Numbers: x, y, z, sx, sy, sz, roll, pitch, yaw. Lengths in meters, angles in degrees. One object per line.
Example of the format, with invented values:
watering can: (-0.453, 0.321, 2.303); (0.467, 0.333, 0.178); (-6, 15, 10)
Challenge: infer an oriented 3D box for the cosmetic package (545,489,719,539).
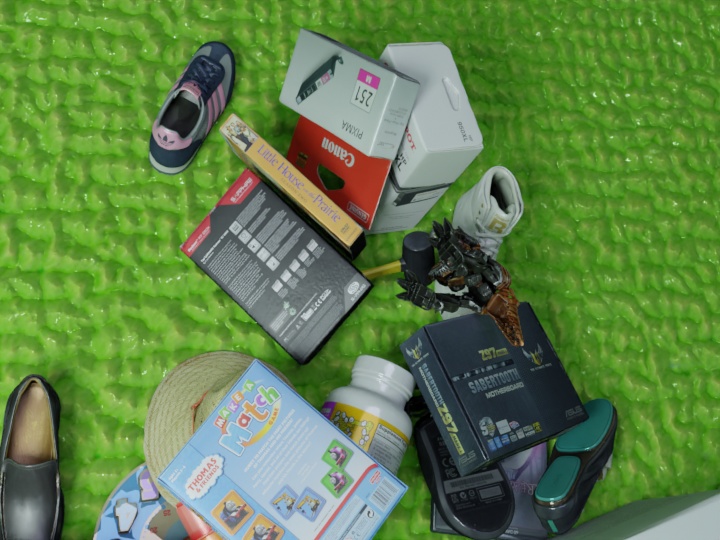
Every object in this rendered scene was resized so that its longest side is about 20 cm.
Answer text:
cosmetic package: (0.310, 0.341, 0.983); (0.162, 0.200, 0.168); (-15, 77, -21)

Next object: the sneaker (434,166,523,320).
sneaker: (0.147, -0.031, 1.155); (0.072, 0.116, 0.203); (14, 65, -11)

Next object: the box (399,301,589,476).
box: (0.154, 0.126, 1.056); (0.198, 0.051, 0.160); (-8, 64, -44)

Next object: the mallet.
mallet: (0.000, 0.000, 1.127); (0.196, 0.067, 0.041); (-10, 39, -17)

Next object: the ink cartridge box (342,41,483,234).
ink cartridge box: (0.049, -0.155, 1.128); (0.083, 0.200, 0.147); (-9, 69, -28)

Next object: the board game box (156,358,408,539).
board game box: (-0.075, 0.210, 0.916); (0.199, 0.037, 0.152); (39, 70, 4)

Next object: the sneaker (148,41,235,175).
sneaker: (-0.200, -0.216, 1.154); (0.069, 0.082, 0.203); (20, 63, -6)

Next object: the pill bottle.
pill bottle: (-0.008, 0.198, 1.006); (0.103, 0.104, 0.203); (25, 69, -4)

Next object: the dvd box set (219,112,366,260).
dvd box set: (-0.075, -0.094, 1.104); (0.199, 0.146, 0.029); (42, 87, 4)

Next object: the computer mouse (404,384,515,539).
computer mouse: (0.115, 0.213, 1.060); (0.136, 0.053, 0.203); (-3, 56, -15)

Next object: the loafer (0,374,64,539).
loafer: (-0.335, 0.204, 0.939); (0.071, 0.072, 0.204); (-3, 69, -18)

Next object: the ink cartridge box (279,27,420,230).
ink cartridge box: (-0.031, -0.168, 1.088); (0.043, 0.176, 0.199); (6, 21, -41)

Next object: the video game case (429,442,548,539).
video game case: (0.153, 0.212, 1.106); (0.140, 0.019, 0.204); (10, 64, -12)

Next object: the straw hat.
straw hat: (-0.132, 0.156, 0.991); (0.197, 0.085, 0.204); (10, 55, -14)

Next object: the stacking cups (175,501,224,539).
stacking cups: (-0.122, 0.312, 0.921); (0.060, 0.061, 0.202); (-31, 84, -25)

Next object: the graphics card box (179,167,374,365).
graphics card box: (-0.095, -0.004, 1.081); (0.200, 0.051, 0.126); (42, 91, 7)

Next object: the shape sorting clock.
shape sorting clock: (-0.176, 0.285, 0.968); (0.196, 0.039, 0.204); (6, 66, -14)

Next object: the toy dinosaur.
toy dinosaur: (0.126, 0.006, 1.045); (0.134, 0.199, 0.104); (15, 97, -36)

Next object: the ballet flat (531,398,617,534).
ballet flat: (0.255, 0.233, 1.097); (0.073, 0.073, 0.200); (41, 44, 4)
